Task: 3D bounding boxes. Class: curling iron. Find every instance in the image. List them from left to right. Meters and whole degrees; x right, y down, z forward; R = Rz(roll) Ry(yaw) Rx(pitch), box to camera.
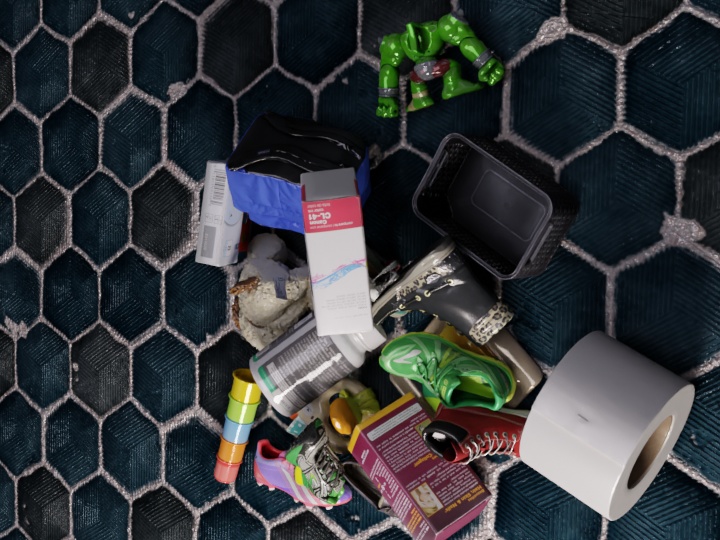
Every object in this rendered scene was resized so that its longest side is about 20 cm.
[{"bbox_3d":[0.041,0.000,1.550,0.050,0.200,0.026,-43,92,6],"label":"curling iron"}]

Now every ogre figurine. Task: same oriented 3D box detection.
[{"bbox_3d":[0.104,-0.305,1.549,0.199,0.098,0.121,-10,99,46],"label":"ogre figurine"}]

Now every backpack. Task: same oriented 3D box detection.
[{"bbox_3d":[-0.081,-0.143,1.647,0.198,0.163,0.168,11,143,18],"label":"backpack"}]

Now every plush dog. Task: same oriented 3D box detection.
[{"bbox_3d":[-0.147,0.063,1.733,0.199,0.160,0.173,31,134,30],"label":"plush dog"}]

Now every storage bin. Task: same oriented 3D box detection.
[{"bbox_3d":[0.190,-0.092,1.503,0.200,0.093,0.136,39,113,26],"label":"storage bin"}]

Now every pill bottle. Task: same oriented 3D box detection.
[{"bbox_3d":[-0.065,0.127,1.650,0.199,0.113,0.113,-36,71,6],"label":"pill bottle"}]

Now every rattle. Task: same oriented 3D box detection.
[{"bbox_3d":[-0.078,0.241,1.689,0.198,0.143,0.131,3,113,29],"label":"rattle"}]

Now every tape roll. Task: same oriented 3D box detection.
[{"bbox_3d":[0.317,0.198,1.365,0.139,0.202,0.204,32,110,30],"label":"tape roll"}]

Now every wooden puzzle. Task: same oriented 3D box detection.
[{"bbox_3d":[0.149,0.157,1.580,0.185,0.037,0.200,50,118,22],"label":"wooden puzzle"}]

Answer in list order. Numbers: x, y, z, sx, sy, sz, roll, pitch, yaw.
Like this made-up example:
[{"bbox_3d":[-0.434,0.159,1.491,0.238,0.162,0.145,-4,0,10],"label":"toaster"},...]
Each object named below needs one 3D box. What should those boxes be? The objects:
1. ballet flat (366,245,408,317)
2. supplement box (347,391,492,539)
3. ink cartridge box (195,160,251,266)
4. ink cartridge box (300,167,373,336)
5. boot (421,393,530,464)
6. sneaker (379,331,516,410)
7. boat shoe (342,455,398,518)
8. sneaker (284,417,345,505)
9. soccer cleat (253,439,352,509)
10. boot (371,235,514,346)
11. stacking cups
[{"bbox_3d":[0.000,0.000,1.660,0.200,0.062,0.068,40,113,27],"label":"ballet flat"},{"bbox_3d":[0.085,0.298,1.575,0.200,0.110,0.086,51,152,21],"label":"supplement box"},{"bbox_3d":[-0.198,-0.097,1.721,0.047,0.200,0.162,10,99,17],"label":"ink cartridge box"},{"bbox_3d":[-0.035,-0.028,1.495,0.085,0.148,0.202,-5,110,-3],"label":"ink cartridge box"},{"bbox_3d":[0.189,0.244,1.472,0.199,0.144,0.073,20,116,13],"label":"boot"},{"bbox_3d":[0.120,0.143,1.494,0.198,0.084,0.075,14,116,14],"label":"sneaker"},{"bbox_3d":[0.050,0.349,1.644,0.199,0.065,0.072,32,110,29],"label":"boat shoe"},{"bbox_3d":[-0.057,0.292,1.614,0.085,0.201,0.078,34,68,24],"label":"sneaker"},{"bbox_3d":[-0.099,0.336,1.748,0.199,0.066,0.077,10,108,39],"label":"soccer cleat"},{"bbox_3d":[0.111,0.059,1.528,0.154,0.074,0.204,45,131,-2],"label":"boot"},{"bbox_3d":[-0.210,0.273,1.829,0.060,0.060,0.202,23,107,32],"label":"stacking cups"}]
